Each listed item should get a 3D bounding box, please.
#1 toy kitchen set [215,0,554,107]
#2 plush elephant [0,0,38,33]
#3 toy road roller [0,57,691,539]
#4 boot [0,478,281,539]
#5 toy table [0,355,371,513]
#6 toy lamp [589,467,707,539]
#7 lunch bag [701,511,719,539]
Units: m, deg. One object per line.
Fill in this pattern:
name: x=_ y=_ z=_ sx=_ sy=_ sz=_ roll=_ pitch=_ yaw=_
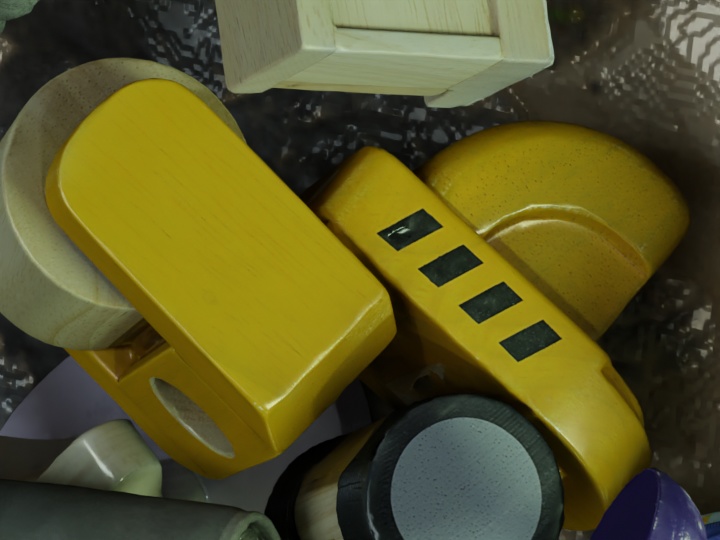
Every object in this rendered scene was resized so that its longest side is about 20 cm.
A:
toy kitchen set: x=-0.004 y=-0.133 z=0.822 sx=0.180 sy=0.163 sz=0.200 roll=-23 pitch=71 yaw=54
plush elephant: x=-0.168 y=-0.102 z=0.800 sx=0.155 sy=0.165 sz=0.200 roll=88 pitch=168 yaw=-45
toy road roller: x=0.000 y=0.000 z=0.803 sx=0.200 sy=0.146 sz=0.123 roll=43 pitch=162 yaw=-5
boot: x=-0.115 y=0.068 z=0.814 sx=0.200 sy=0.073 sz=0.182 roll=7 pitch=117 yaw=39
toy table: x=-0.099 y=0.096 z=0.923 sx=0.184 sy=0.117 sz=0.200 roll=43 pitch=120 yaw=19
toy lamp: x=0.150 y=0.112 z=0.693 sx=0.200 sy=0.058 sz=0.058 roll=26 pitch=117 yaw=-9
lunch bag: x=0.120 y=0.164 z=0.786 sx=0.161 sy=0.082 sz=0.200 roll=-20 pitch=81 yaw=52
